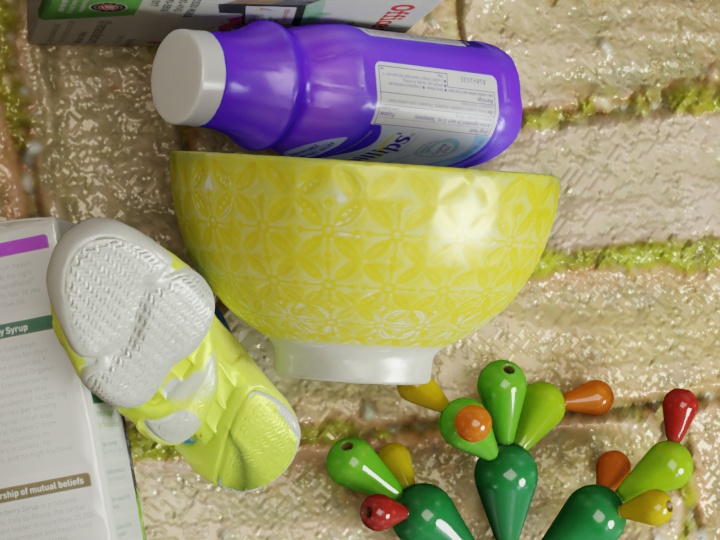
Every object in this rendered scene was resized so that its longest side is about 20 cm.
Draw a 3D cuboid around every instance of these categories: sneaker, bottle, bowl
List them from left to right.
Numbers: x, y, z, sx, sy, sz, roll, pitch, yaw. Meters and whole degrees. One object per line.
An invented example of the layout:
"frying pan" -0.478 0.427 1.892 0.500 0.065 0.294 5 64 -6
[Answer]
"sneaker" -0.107 0.029 1.251 0.076 0.105 0.200 -36 132 -4
"bottle" -0.012 -0.090 1.285 0.199 0.083 0.066 3 78 -39
"bowl" 0.000 0.000 1.260 0.198 0.200 0.109 3 91 -12

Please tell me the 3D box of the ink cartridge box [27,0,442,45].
"ink cartridge box" -0.065 -0.166 1.284 0.198 0.145 0.085 0 85 -12

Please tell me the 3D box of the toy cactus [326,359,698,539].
"toy cactus" 0.084 0.131 1.322 0.198 0.102 0.167 -1 94 -21

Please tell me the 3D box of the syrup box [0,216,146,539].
"syrup box" -0.163 0.078 1.264 0.081 0.079 0.202 -10 86 5
